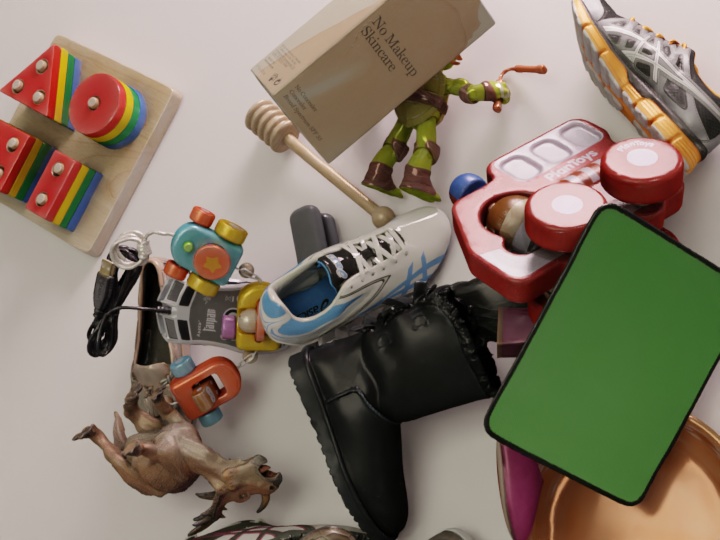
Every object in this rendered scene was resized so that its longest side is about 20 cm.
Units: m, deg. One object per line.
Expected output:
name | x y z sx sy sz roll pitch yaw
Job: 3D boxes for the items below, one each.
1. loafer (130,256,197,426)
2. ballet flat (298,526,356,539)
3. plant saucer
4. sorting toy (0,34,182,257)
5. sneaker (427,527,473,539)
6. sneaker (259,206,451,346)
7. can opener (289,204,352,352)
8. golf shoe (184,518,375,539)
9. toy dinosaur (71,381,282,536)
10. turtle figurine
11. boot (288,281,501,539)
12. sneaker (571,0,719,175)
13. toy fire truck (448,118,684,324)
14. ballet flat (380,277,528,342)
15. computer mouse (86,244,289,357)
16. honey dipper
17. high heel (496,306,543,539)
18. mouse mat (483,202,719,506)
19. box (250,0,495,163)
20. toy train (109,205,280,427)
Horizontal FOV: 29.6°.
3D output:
loafer | -0.201 0.085 1.342 0.072 0.063 0.200 -8 72 28
ballet flat | -0.057 0.304 1.168 0.067 0.046 0.200 25 113 -9
plant saucer | 0.220 0.205 1.088 0.200 0.037 0.201 -9 71 26
sorting toy | -0.324 -0.147 1.477 0.200 0.070 0.199 27 89 33
sneaker | 0.022 0.297 1.143 0.200 0.082 0.077 -50 59 8
sneaker | 0.000 0.000 1.219 0.200 0.073 0.072 -31 69 -16
can opener | -0.039 0.037 1.273 0.066 0.053 0.200 -18 67 24
golf shoe | -0.078 0.249 1.215 0.200 0.077 0.088 -9 26 5
toy dinosaur | -0.179 0.181 1.257 0.200 0.136 0.086 -2 40 51
turtle figurine | 0.065 -0.147 1.263 0.200 0.064 0.162 11 81 31
boot | 0.044 0.119 1.167 0.162 0.073 0.199 -24 89 15
sneaker | 0.249 -0.172 1.171 0.077 0.078 0.200 -33 65 2
toy fire truck | 0.163 -0.049 1.124 0.200 0.112 0.168 -29 42 -24
ballet flat | 0.111 0.033 1.196 0.200 0.057 0.067 -6 93 21
computer mouse | -0.156 0.039 1.300 0.200 0.044 0.110 8 100 -10
honey dipper | -0.039 -0.099 1.325 0.200 0.038 0.038 42 97 29
high heel | 0.158 0.119 1.099 0.096 0.067 0.200 0 72 6
mouse mat | 0.199 0.067 1.043 0.200 0.161 0.008 -61 21 1
box | 0.011 -0.202 1.228 0.200 0.095 0.078 -41 32 2
toy train | -0.144 0.045 1.251 0.150 0.056 0.200 -24 106 -2
